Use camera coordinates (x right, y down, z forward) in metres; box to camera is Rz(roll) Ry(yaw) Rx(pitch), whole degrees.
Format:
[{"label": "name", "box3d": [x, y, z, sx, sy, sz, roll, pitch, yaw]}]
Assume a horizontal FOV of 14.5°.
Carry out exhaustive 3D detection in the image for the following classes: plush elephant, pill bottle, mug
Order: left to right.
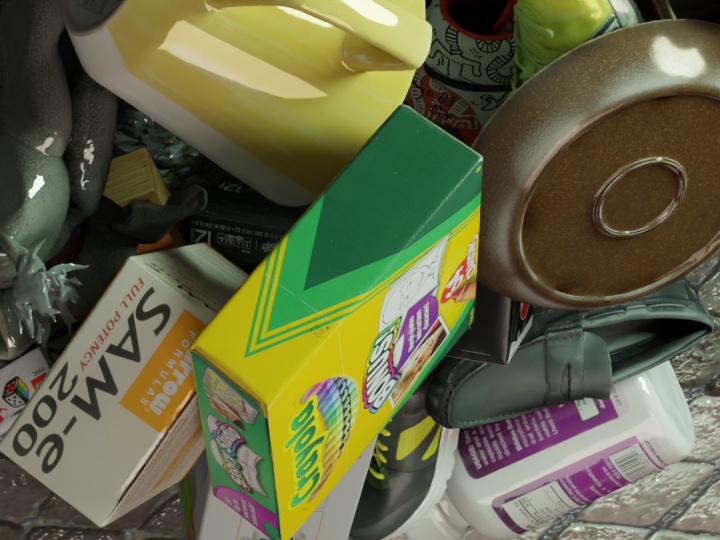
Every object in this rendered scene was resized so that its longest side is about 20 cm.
[{"label": "plush elephant", "box3d": [-0.179, -0.038, 1.550, 0.164, 0.201, 0.155, -30, 162, 8]}, {"label": "mug", "box3d": [-0.059, -0.139, 1.465, 0.153, 0.150, 0.186, 24, 136, -32]}, {"label": "pill bottle", "box3d": [0.115, 0.113, 1.905, 0.199, 0.113, 0.112, -26, 144, 15]}]

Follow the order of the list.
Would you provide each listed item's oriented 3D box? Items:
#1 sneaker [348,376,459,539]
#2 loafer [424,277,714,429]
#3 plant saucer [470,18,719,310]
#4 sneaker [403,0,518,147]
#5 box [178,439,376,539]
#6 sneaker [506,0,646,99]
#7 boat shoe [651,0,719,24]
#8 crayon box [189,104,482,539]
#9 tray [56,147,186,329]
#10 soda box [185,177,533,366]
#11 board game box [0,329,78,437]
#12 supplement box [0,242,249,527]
[{"label": "sneaker", "box3d": [0.024, 0.087, 1.835, 0.084, 0.074, 0.201, 8, 116, -43]}, {"label": "loafer", "box3d": [0.133, 0.052, 1.788, 0.200, 0.070, 0.068, -23, 133, -23]}, {"label": "plant saucer", "box3d": [0.146, -0.048, 1.540, 0.199, 0.032, 0.201, -16, 137, -16]}, {"label": "sneaker", "box3d": [0.125, -0.118, 1.615, 0.200, 0.068, 0.108, 2, 143, -11]}, {"label": "box", "box3d": [-0.055, 0.101, 1.816, 0.101, 0.113, 0.200, 0, 143, -12]}, {"label": "sneaker", "box3d": [0.113, -0.105, 1.534, 0.076, 0.075, 0.201, -30, 128, -11]}, {"label": "boat shoe", "box3d": [0.210, -0.141, 1.627, 0.072, 0.065, 0.200, -27, 145, 16]}, {"label": "crayon box", "box3d": [-0.010, 0.033, 1.475, 0.173, 0.058, 0.200, -50, 163, -19]}, {"label": "tray", "box3d": [-0.203, -0.002, 1.686, 0.199, 0.037, 0.099, -19, 146, 6]}, {"label": "soda box", "box3d": [0.000, 0.000, 1.647, 0.199, 0.071, 0.064, 9, 112, 14]}, {"label": "board game box", "box3d": [-0.192, 0.069, 1.693, 0.126, 0.035, 0.200, -29, 179, 20]}, {"label": "supplement box", "box3d": [-0.111, 0.057, 1.537, 0.126, 0.073, 0.200, -55, 175, 6]}]
